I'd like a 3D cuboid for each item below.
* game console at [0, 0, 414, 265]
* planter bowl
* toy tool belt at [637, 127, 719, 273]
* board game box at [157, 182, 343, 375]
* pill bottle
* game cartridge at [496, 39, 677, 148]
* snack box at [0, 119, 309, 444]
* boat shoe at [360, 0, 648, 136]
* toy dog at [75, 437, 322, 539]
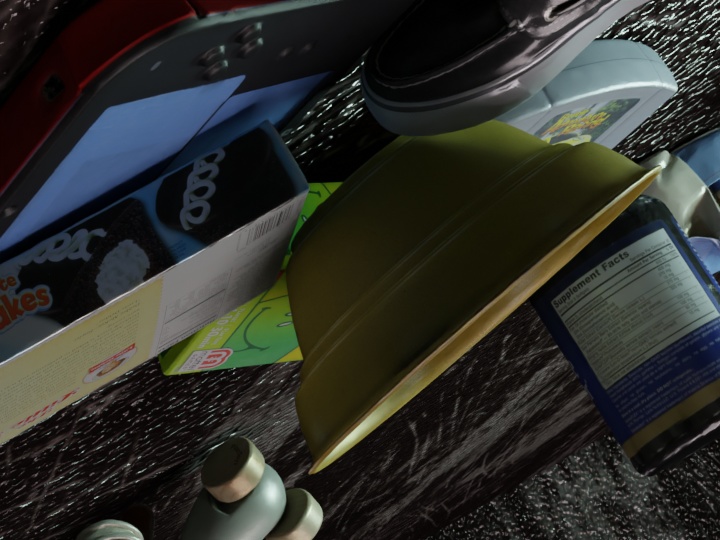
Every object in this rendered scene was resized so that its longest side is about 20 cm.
[{"bbox_3d":[-0.081,-0.046,0.651,0.176,0.031,0.200,-15,159,-50],"label":"game console"},{"bbox_3d":[0.028,-0.008,0.732,0.200,0.084,0.200,-41,173,-6],"label":"planter bowl"},{"bbox_3d":[0.275,-0.037,1.287,0.199,0.124,0.125,-28,166,-20],"label":"toy tool belt"},{"bbox_3d":[0.000,0.000,0.857,0.198,0.048,0.102,-4,151,-34],"label":"board game box"},{"bbox_3d":[0.178,0.023,1.112,0.111,0.201,0.112,-29,166,-8],"label":"pill bottle"},{"bbox_3d":[0.090,-0.074,0.933,0.199,0.041,0.133,-17,156,-49],"label":"game cartridge"},{"bbox_3d":[-0.117,0.021,0.672,0.199,0.037,0.116,-30,168,-19],"label":"snack box"},{"bbox_3d":[0.081,-0.127,0.667,0.199,0.070,0.066,-27,143,10],"label":"boat shoe"},{"bbox_3d":[-0.131,0.205,1.308,0.198,0.133,0.096,-24,-156,-14],"label":"toy dog"}]
